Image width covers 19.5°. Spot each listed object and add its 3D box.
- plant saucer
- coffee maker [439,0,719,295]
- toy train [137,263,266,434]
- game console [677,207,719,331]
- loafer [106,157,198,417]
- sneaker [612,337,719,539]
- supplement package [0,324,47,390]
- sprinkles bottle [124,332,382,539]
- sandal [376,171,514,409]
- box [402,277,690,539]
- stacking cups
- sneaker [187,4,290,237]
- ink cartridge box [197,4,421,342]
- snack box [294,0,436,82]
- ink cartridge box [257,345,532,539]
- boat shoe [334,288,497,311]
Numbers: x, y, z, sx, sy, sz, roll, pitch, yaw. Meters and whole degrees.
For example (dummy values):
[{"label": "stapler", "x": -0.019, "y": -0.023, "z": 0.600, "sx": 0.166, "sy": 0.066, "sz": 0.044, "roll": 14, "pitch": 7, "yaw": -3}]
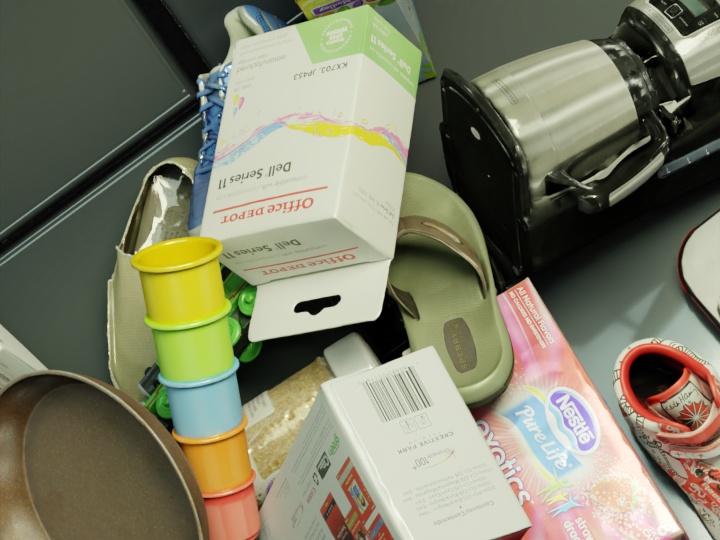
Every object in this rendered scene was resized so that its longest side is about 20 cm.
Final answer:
[{"label": "plant saucer", "x": -0.170, "y": 0.154, "z": 1.377, "sx": 0.200, "sy": 0.034, "sz": 0.201, "roll": 16, "pitch": 118, "yaw": 33}, {"label": "coffee maker", "x": 0.163, "y": -0.093, "z": 1.399, "sx": 0.199, "sy": 0.192, "sz": 0.135, "roll": -25, "pitch": 74, "yaw": -14}, {"label": "toy train", "x": -0.082, "y": 0.024, "z": 1.421, "sx": 0.200, "sy": 0.042, "sz": 0.056, "roll": -51, "pitch": 55, "yaw": 2}, {"label": "game console", "x": 0.330, "y": -0.004, "z": 1.386, "sx": 0.200, "sy": 0.031, "sz": 0.177, "roll": -38, "pitch": 67, "yaw": 0}, {"label": "loafer", "x": -0.145, "y": 0.009, "z": 1.480, "sx": 0.075, "sy": 0.068, "sz": 0.201, "roll": 0, "pitch": 72, "yaw": 14}, {"label": "sneaker", "x": 0.233, "y": 0.126, "z": 1.325, "sx": 0.067, "sy": 0.108, "sz": 0.201, "roll": -41, "pitch": 68, "yaw": -2}, {"label": "supplement package", "x": -0.332, "y": 0.102, "z": 1.451, "sx": 0.152, "sy": 0.151, "sz": 0.200, "roll": 40, "pitch": 85, "yaw": 22}, {"label": "sprinkles bottle", "x": -0.067, "y": 0.122, "z": 1.423, "sx": 0.200, "sy": 0.068, "sz": 0.068, "roll": -33, "pitch": 67, "yaw": 2}, {"label": "sandal", "x": 0.047, "y": 0.002, "z": 1.349, "sx": 0.080, "sy": 0.057, "sz": 0.201, "roll": -28, "pitch": 46, "yaw": 5}, {"label": "box", "x": 0.123, "y": 0.121, "z": 1.361, "sx": 0.102, "sy": 0.095, "sz": 0.201, "roll": -30, "pitch": 68, "yaw": 2}, {"label": "stacking cups", "x": -0.102, "y": 0.080, "z": 1.350, "sx": 0.060, "sy": 0.061, "sz": 0.201, "roll": -4, "pitch": 111, "yaw": 13}, {"label": "sneaker", "x": -0.089, "y": -0.100, "z": 1.467, "sx": 0.076, "sy": 0.077, "sz": 0.201, "roll": -24, "pitch": 38, "yaw": 42}, {"label": "ink cartridge box", "x": -0.035, "y": -0.062, "z": 1.362, "sx": 0.117, "sy": 0.067, "sz": 0.201, "roll": -12, "pitch": 58, "yaw": 34}, {"label": "snack box", "x": -0.018, "y": -0.234, "z": 1.457, "sx": 0.067, "sy": 0.200, "sz": 0.169, "roll": -19, "pitch": 69, "yaw": 7}, {"label": "ink cartridge box", "x": 0.023, "y": 0.178, "z": 1.306, "sx": 0.084, "sy": 0.200, "sz": 0.176, "roll": -17, "pitch": 65, "yaw": -26}, {"label": "boat shoe", "x": 0.000, "y": 0.000, "z": 1.452, "sx": 0.199, "sy": 0.069, "sz": 0.057, "roll": 21, "pitch": 82, "yaw": 26}]
